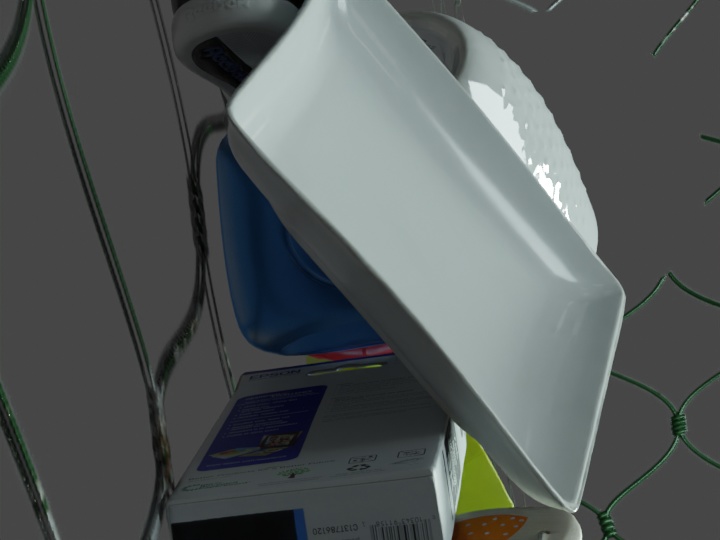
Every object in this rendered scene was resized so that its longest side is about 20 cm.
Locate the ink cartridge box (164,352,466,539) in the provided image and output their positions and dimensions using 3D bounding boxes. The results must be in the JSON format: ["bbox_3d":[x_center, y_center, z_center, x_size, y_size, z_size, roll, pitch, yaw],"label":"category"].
[{"bbox_3d":[-0.010,0.073,0.918,0.200,0.099,0.039,-64,145,-77],"label":"ink cartridge box"}]

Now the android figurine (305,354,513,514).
[{"bbox_3d":[0.033,0.109,1.207,0.183,0.041,0.200,62,-10,-7],"label":"android figurine"}]

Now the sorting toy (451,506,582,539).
[{"bbox_3d":[-0.006,0.197,0.837,0.180,0.106,0.201,-45,146,-62],"label":"sorting toy"}]

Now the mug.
[{"bbox_3d":[0.063,-0.049,1.378,0.200,0.148,0.176,40,-15,42],"label":"mug"}]

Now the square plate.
[{"bbox_3d":[0.028,-0.018,0.939,0.200,0.028,0.198,49,25,-11],"label":"square plate"}]

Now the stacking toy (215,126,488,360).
[{"bbox_3d":[0.000,0.000,1.107,0.200,0.116,0.110,82,-1,-78],"label":"stacking toy"}]

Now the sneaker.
[{"bbox_3d":[-0.036,-0.124,1.052,0.200,0.073,0.112,57,27,-72],"label":"sneaker"}]
